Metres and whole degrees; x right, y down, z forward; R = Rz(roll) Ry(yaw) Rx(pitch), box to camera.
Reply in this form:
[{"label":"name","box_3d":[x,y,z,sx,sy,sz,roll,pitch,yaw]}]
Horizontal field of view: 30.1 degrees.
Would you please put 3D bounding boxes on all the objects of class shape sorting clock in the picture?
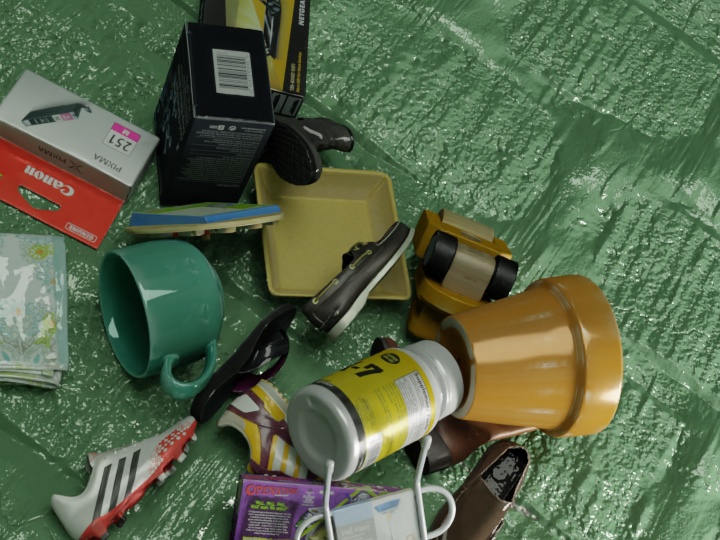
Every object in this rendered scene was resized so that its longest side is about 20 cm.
[{"label":"shape sorting clock","box_3d":[-0.192,-0.057,1.660,0.198,0.200,0.040,-6,100,-25]}]

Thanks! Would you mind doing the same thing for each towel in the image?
[{"label":"towel","box_3d":[-0.432,0.043,1.575,0.169,0.048,0.202,4,59,-21]}]

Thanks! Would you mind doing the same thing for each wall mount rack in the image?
[{"label":"wall mount rack","box_3d":[0.022,0.272,1.507,0.198,0.075,0.176,-12,103,-16]}]

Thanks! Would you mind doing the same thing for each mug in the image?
[{"label":"mug","box_3d":[-0.227,0.055,1.594,0.114,0.152,0.187,-14,93,-31]}]

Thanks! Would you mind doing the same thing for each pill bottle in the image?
[{"label":"pill bottle","box_3d":[0.021,0.158,1.566,0.199,0.114,0.115,-21,70,-40]}]

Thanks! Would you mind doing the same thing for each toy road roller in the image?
[{"label":"toy road roller","box_3d":[0.121,0.015,1.792,0.122,0.147,0.200,22,17,-8]}]

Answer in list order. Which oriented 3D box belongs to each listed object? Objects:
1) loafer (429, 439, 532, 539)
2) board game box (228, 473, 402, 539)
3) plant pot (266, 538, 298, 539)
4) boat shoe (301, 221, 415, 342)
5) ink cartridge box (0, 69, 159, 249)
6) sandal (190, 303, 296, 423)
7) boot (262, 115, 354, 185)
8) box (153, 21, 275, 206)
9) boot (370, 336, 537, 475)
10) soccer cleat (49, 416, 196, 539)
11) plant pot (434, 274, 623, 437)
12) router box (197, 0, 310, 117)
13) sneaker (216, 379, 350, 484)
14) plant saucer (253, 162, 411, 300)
[{"label":"loafer","box_3d":[0.146,0.285,1.635,0.073,0.071,0.201,31,65,-1]},{"label":"board game box","box_3d":[-0.052,0.303,1.543,0.198,0.032,0.121,9,99,-18]},{"label":"plant pot","box_3d":[-0.088,0.400,1.456,0.199,0.093,0.203,3,70,-10]},{"label":"boat shoe","box_3d":[0.000,0.000,1.702,0.060,0.072,0.202,38,57,-1]},{"label":"ink cartridge box","box_3d":[-0.383,-0.145,1.713,0.199,0.044,0.174,27,53,-5]},{"label":"sandal","box_3d":[-0.131,0.120,1.629,0.048,0.076,0.201,31,53,14]},{"label":"boot","box_3d":[-0.062,-0.171,1.786,0.130,0.070,0.200,-3,27,-28]},{"label":"box","box_3d":[-0.192,-0.195,1.723,0.106,0.200,0.150,3,59,-20]},{"label":"boot","box_3d":[0.125,0.147,1.726,0.199,0.069,0.189,-19,69,-31]},{"label":"soccer cleat","box_3d":[-0.266,0.224,1.521,0.085,0.069,0.200,43,59,2]},{"label":"plant pot","box_3d":[0.196,0.112,1.659,0.181,0.201,0.202,-4,62,-20]},{"label":"router box","box_3d":[-0.155,-0.327,1.911,0.156,0.052,0.202,11,57,-16]},{"label":"sneaker","box_3d":[-0.086,0.231,1.595,0.090,0.075,0.200,-38,83,-12]},{"label":"plant saucer","box_3d":[-0.044,-0.041,1.784,0.198,0.049,0.202,2,60,-20]}]
